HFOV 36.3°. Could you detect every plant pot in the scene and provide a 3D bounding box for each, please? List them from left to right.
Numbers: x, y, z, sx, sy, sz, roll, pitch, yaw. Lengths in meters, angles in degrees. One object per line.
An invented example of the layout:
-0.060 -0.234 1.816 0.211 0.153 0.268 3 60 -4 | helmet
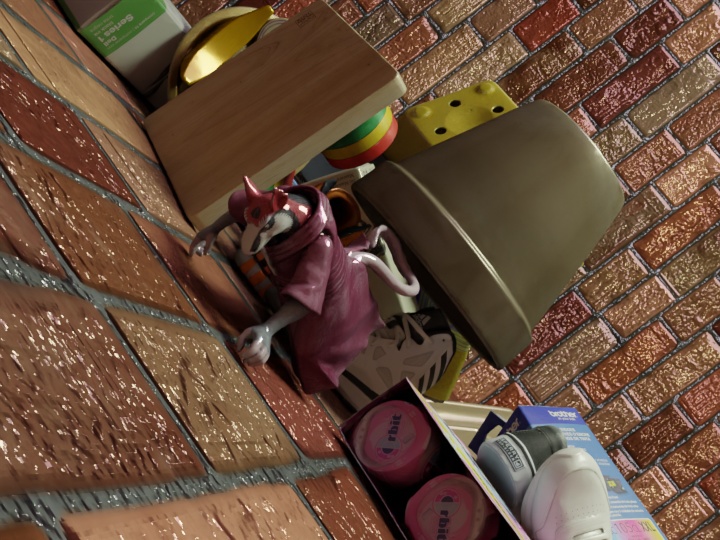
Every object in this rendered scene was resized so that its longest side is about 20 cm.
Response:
0.133 -0.100 1.277 0.200 0.195 0.194 82 -17 -45 | plant pot
0.120 -0.045 0.925 0.200 0.173 0.200 52 -1 1 | plant pot

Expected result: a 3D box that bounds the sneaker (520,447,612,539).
0.172 0.229 0.806 0.100 0.075 0.200 14 -68 62 | sneaker

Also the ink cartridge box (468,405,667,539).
0.165 0.214 0.973 0.076 0.137 0.200 9 34 -31 | ink cartridge box

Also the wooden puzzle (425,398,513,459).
0.136 0.216 1.138 0.185 0.037 0.200 11 31 -34 | wooden puzzle

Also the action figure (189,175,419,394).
-0.028 -0.001 0.738 0.134 0.149 0.200 61 -8 32 | action figure

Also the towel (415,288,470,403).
0.057 0.029 1.127 0.144 0.200 0.023 31 29 24 | towel

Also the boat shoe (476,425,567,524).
0.125 0.185 0.904 0.074 0.068 0.199 57 -24 34 | boat shoe

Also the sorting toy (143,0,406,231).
-0.070 -0.123 0.948 0.070 0.200 0.199 56 0 -37 | sorting toy

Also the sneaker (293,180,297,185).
-0.082 -0.046 1.152 0.200 0.075 0.078 51 5 7 | sneaker

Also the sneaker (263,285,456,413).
0.008 0.048 0.926 0.201 0.115 0.076 50 4 -45 | sneaker

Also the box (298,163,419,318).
0.000 0.000 1.089 0.068 0.082 0.200 -33 105 -75 | box

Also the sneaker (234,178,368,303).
-0.047 -0.027 0.990 0.078 0.112 0.200 53 1 -9 | sneaker

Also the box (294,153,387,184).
0.001 -0.028 1.279 0.200 0.104 0.182 -126 -155 -47 | box

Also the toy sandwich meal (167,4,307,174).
-0.106 -0.171 1.104 0.205 0.205 0.070 52 -26 -23 | toy sandwich meal

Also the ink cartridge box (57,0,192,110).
-0.233 -0.257 1.143 0.146 0.084 0.200 54 3 32 | ink cartridge box

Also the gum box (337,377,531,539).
0.074 0.184 0.767 0.200 0.066 0.114 54 2 42 | gum box
